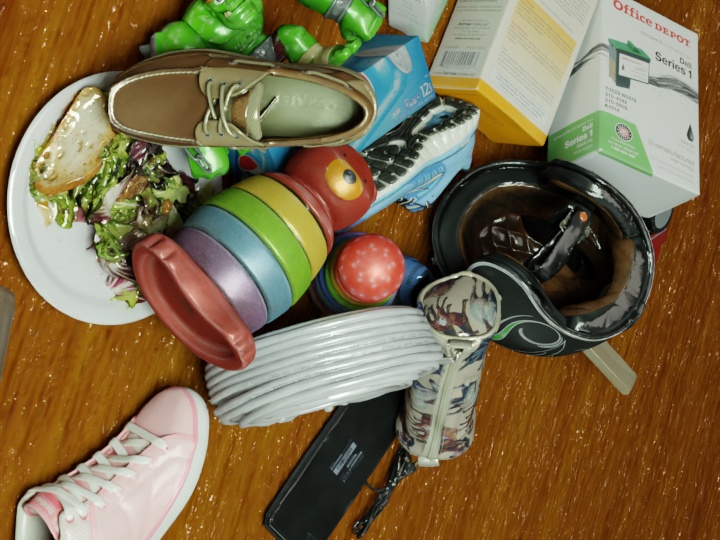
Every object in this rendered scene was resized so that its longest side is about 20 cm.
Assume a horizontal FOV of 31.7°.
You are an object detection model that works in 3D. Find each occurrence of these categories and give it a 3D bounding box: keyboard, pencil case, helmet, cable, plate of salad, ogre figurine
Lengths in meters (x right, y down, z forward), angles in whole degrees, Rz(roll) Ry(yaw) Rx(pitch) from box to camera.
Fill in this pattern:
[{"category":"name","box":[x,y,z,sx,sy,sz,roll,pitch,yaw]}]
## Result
[{"category":"keyboard","box":[-0.007,0.196,1.237,0.200,0.021,0.127,-53,124,-22]},{"category":"pencil case","box":[0.079,0.097,1.181,0.200,0.078,0.090,97,13,-46]},{"category":"helmet","box":[0.171,-0.012,1.243,0.199,0.191,0.201,-1,93,-26]},{"category":"cable","box":[-0.030,0.079,1.065,0.200,0.199,0.069,1,73,-62]},{"category":"plate of salad","box":[-0.182,-0.055,0.995,0.200,0.048,0.201,-10,105,-44]},{"category":"ogre figurine","box":[-0.087,-0.176,1.007,0.200,0.098,0.120,-42,96,9]}]

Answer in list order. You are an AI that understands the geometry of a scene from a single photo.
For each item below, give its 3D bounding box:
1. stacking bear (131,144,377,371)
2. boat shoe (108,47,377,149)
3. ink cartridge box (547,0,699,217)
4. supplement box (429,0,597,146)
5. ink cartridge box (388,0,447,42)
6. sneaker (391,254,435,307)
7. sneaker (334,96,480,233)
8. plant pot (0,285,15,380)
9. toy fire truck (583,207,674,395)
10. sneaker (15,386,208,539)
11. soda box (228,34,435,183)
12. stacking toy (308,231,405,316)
[{"category":"stacking bear","box":[-0.069,-0.029,0.994,0.200,0.114,0.122,-42,97,-23]},{"category":"boat shoe","box":[-0.085,-0.124,0.931,0.199,0.074,0.076,-2,102,-4]},{"category":"ink cartridge box","box":[0.277,-0.177,1.334,0.146,0.084,0.201,18,64,-28]},{"category":"supplement box","box":[0.158,-0.243,1.273,0.126,0.073,0.201,32,76,-43]},{"category":"ink cartridge box","box":[0.074,-0.317,1.120,0.200,0.050,0.161,90,24,-76]},{"category":"sneaker","box":[0.070,0.068,1.248,0.066,0.078,0.200,-49,129,-29]},{"category":"sneaker","box":[0.043,-0.082,1.192,0.200,0.078,0.090,-33,132,-28]},{"category":"plant pot","box":[-0.316,0.091,0.802,0.200,0.200,0.199,26,72,-44]},{"category":"toy fire truck","box":[0.277,0.016,1.422,0.176,0.128,0.201,-29,129,-38]},{"category":"sneaker","box":[-0.199,0.172,1.001,0.105,0.075,0.201,39,75,-47]},{"category":"soda box","box":[-0.026,-0.138,1.117,0.200,0.068,0.064,-39,123,-32]},{"category":"stacking toy","box":[0.000,0.000,1.076,0.085,0.200,0.086,0,85,-4]}]
